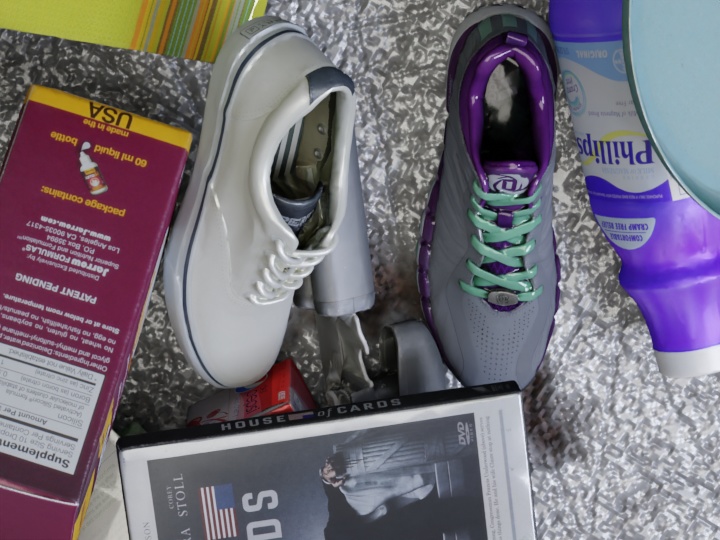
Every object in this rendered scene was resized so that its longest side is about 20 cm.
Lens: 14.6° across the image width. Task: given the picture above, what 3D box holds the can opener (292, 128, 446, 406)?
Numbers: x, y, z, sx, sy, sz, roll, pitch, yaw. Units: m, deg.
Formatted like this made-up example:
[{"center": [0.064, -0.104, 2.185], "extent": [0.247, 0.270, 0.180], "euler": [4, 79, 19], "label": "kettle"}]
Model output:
[{"center": [0.000, 0.000, 1.426], "extent": [0.066, 0.053, 0.202], "euler": [-13, 104, -24], "label": "can opener"}]

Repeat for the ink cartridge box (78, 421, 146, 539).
[{"center": [-0.168, 0.131, 1.454], "extent": [0.145, 0.048, 0.200], "euler": [-43, 95, 9], "label": "ink cartridge box"}]

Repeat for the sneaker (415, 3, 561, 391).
[{"center": [0.064, -0.027, 1.390], "extent": [0.074, 0.088, 0.202], "euler": [-1, 103, 2], "label": "sneaker"}]

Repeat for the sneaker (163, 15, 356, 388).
[{"center": [-0.047, -0.020, 1.355], "extent": [0.073, 0.071, 0.201], "euler": [-15, 129, -32], "label": "sneaker"}]

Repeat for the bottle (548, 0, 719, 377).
[{"center": [0.148, -0.049, 1.386], "extent": [0.065, 0.083, 0.201], "euler": [-21, 105, -29], "label": "bottle"}]

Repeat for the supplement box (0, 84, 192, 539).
[{"center": [-0.150, 0.030, 1.348], "extent": [0.085, 0.110, 0.201], "euler": [16, 65, -2], "label": "supplement box"}]

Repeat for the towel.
[{"center": [-0.124, -0.152, 1.343], "extent": [0.199, 0.018, 0.087], "euler": [6, 107, -39], "label": "towel"}]

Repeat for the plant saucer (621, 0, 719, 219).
[{"center": [0.195, -0.117, 1.349], "extent": [0.199, 0.027, 0.202], "euler": [-2, 94, -37], "label": "plant saucer"}]

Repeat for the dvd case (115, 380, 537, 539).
[{"center": [-0.012, 0.141, 1.382], "extent": [0.198, 0.025, 0.152], "euler": [-8, 105, -5], "label": "dvd case"}]

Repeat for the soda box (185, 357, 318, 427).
[{"center": [-0.019, 0.151, 1.434], "extent": [0.063, 0.070, 0.201], "euler": [-26, 107, 7], "label": "soda box"}]
